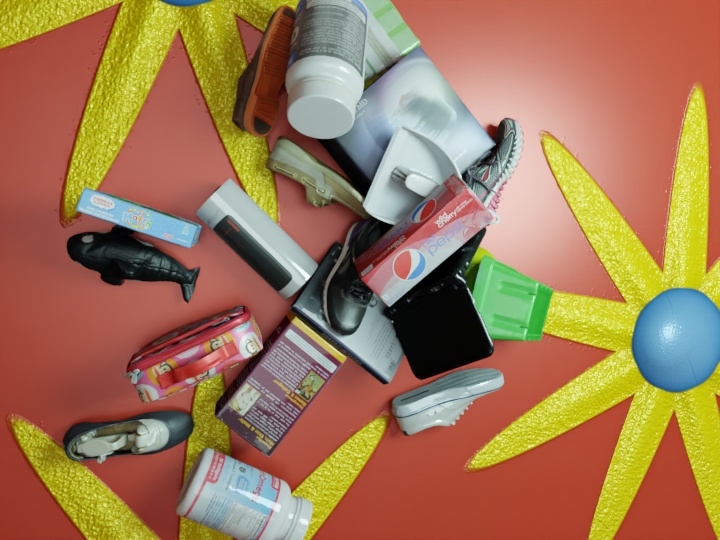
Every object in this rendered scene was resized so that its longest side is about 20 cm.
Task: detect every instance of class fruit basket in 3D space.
[{"bbox_3d":[0.201,0.036,1.096,0.215,0.216,0.156,14,91,-12],"label":"fruit basket"}]

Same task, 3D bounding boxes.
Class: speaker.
[{"bbox_3d":[-0.164,-0.050,1.055,0.081,0.081,0.200,-46,101,-5],"label":"speaker"}]

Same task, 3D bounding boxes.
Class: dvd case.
[{"bbox_3d":[0.000,0.068,1.085,0.200,0.025,0.150,41,53,-11],"label":"dvd case"}]

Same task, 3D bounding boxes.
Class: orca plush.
[{"bbox_3d":[-0.348,0.003,1.015,0.200,0.071,0.105,34,107,-26],"label":"orca plush"}]

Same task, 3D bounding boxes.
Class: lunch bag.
[{"bbox_3d":[-0.246,0.127,1.001,0.199,0.176,0.082,-24,98,-9],"label":"lunch bag"}]

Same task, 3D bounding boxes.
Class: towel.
[{"bbox_3d":[-0.023,-0.368,1.074,0.200,0.031,0.149,-34,88,-9],"label":"towel"}]

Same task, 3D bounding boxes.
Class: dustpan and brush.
[{"bbox_3d":[0.121,-0.113,0.993,0.199,0.057,0.140,20,98,-26],"label":"dustpan and brush"}]

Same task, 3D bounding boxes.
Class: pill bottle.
[{"bbox_3d":[-0.183,0.372,1.066,0.200,0.109,0.109,27,89,-12],"label":"pill bottle"},{"bbox_3d":[-0.049,-0.299,0.964,0.113,0.114,0.201,10,63,-12],"label":"pill bottle"}]

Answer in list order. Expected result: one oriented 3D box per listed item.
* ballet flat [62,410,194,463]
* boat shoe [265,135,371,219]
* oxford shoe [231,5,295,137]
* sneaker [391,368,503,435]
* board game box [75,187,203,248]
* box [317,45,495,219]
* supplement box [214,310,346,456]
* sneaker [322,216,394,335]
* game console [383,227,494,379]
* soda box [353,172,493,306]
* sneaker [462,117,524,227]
[{"bbox_3d":[-0.364,0.265,1.043,0.199,0.073,0.073,-4,95,-11],"label":"ballet flat"},{"bbox_3d":[-0.064,-0.135,1.062,0.200,0.074,0.066,37,97,12],"label":"boat shoe"},{"bbox_3d":[-0.154,-0.313,1.031,0.071,0.073,0.201,9,104,-54],"label":"oxford shoe"},{"bbox_3d":[0.154,0.226,1.147,0.199,0.073,0.071,-18,106,0],"label":"sneaker"},{"bbox_3d":[-0.309,-0.074,0.962,0.151,0.200,0.037,19,89,-12],"label":"board game box"},{"bbox_3d":[0.067,-0.209,1.067,0.200,0.123,0.198,-42,99,-6],"label":"box"},{"bbox_3d":[-0.130,0.178,1.073,0.110,0.086,0.200,40,86,-11],"label":"supplement box"},{"bbox_3d":[0.000,0.000,1.035,0.076,0.088,0.201,22,68,-21],"label":"sneaker"},{"bbox_3d":[0.137,0.052,1.034,0.116,0.200,0.176,41,55,-11],"label":"game console"},{"bbox_3d":[0.089,-0.043,0.962,0.200,0.063,0.070,-41,116,10],"label":"soda box"},{"bbox_3d":[0.212,-0.165,1.119,0.074,0.081,0.201,23,90,-10],"label":"sneaker"}]
